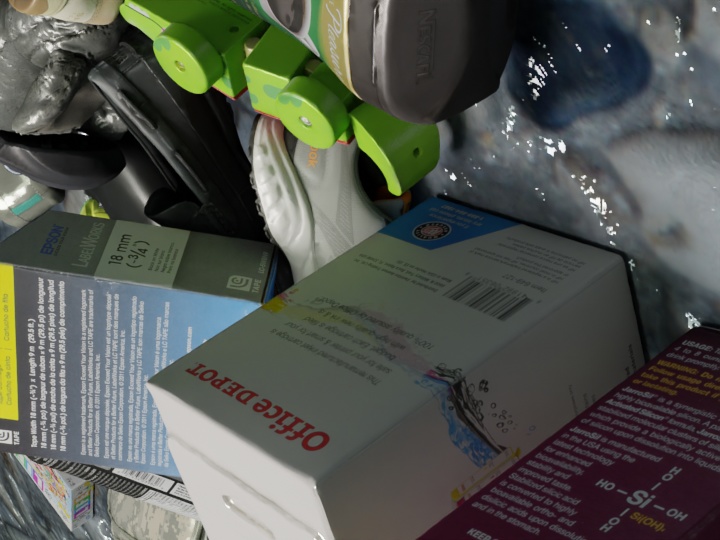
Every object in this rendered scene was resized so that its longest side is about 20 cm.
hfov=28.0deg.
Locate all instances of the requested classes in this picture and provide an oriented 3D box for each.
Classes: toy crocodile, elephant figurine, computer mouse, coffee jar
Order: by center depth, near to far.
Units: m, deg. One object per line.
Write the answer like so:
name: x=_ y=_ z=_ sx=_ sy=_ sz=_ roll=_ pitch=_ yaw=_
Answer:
coffee jar: x=-0.014 y=-0.153 z=0.668 sx=0.200 sy=0.085 sz=0.104 roll=39 pitch=145 yaw=34
toy crocodile: x=-0.043 y=-0.106 z=0.763 sx=0.200 sy=0.068 sz=0.062 roll=28 pitch=151 yaw=22
elephant figurine: x=-0.182 y=-0.152 z=0.876 sx=0.141 sy=0.155 sz=0.200 roll=26 pitch=171 yaw=-13
computer mouse: x=-0.253 y=-0.076 z=0.940 sx=0.059 sy=0.199 sz=0.034 roll=-119 pitch=37 yaw=-68

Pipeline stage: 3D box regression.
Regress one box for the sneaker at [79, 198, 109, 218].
sneaker: x=-0.169 y=0.021 z=1.161 sx=0.084 sy=0.074 sz=0.200 roll=-112 pitch=1 yaw=-58

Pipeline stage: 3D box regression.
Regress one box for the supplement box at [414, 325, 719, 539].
supplement box: x=0.128 y=0.134 z=0.610 sx=0.103 sy=0.200 sz=0.131 roll=16 pitch=133 yaw=52

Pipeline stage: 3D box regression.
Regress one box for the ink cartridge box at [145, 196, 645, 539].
ink cartridge box: x=0.026 y=0.082 z=0.727 sx=0.147 sy=0.200 sz=0.145 roll=23 pitch=138 yaw=49

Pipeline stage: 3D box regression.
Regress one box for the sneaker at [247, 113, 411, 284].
sneaker: x=0.000 y=0.000 z=0.817 sx=0.074 sy=0.079 sz=0.201 roll=-73 pitch=-32 yaw=-65

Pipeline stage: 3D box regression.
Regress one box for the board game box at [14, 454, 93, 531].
board game box: x=-0.401 y=0.214 z=1.784 sx=0.200 sy=0.034 sz=0.135 roll=48 pitch=153 yaw=18

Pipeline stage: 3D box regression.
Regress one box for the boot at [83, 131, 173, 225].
boot: x=-0.126 y=-0.046 z=0.997 sx=0.163 sy=0.073 sz=0.198 roll=55 pitch=156 yaw=8

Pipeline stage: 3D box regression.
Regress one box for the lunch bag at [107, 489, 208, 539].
lunch bag: x=-0.121 y=0.199 z=1.191 sx=0.200 sy=0.139 sz=0.168 roll=11 pitch=112 yaw=55

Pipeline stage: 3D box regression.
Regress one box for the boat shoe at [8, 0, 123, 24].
boat shoe: x=-0.135 y=-0.230 z=0.769 sx=0.072 sy=0.065 sz=0.201 roll=33 pitch=111 yaw=48

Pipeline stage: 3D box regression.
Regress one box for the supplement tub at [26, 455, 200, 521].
supplement tub: x=-0.120 y=0.102 z=0.985 sx=0.200 sy=0.123 sz=0.122 roll=23 pitch=162 yaw=-20

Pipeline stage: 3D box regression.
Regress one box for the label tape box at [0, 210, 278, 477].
label tape box: x=-0.154 y=0.042 z=0.832 sx=0.199 sy=0.063 sz=0.144 roll=9 pitch=127 yaw=-1

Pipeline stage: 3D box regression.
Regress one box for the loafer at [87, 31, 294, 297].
loafer: x=-0.093 y=-0.044 z=0.844 sx=0.068 sy=0.070 sz=0.201 roll=22 pitch=140 yaw=63

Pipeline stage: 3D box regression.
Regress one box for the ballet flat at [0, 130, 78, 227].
ballet flat: x=-0.227 y=-0.118 z=1.046 sx=0.064 sy=0.200 sz=0.067 roll=-25 pitch=136 yaw=27
